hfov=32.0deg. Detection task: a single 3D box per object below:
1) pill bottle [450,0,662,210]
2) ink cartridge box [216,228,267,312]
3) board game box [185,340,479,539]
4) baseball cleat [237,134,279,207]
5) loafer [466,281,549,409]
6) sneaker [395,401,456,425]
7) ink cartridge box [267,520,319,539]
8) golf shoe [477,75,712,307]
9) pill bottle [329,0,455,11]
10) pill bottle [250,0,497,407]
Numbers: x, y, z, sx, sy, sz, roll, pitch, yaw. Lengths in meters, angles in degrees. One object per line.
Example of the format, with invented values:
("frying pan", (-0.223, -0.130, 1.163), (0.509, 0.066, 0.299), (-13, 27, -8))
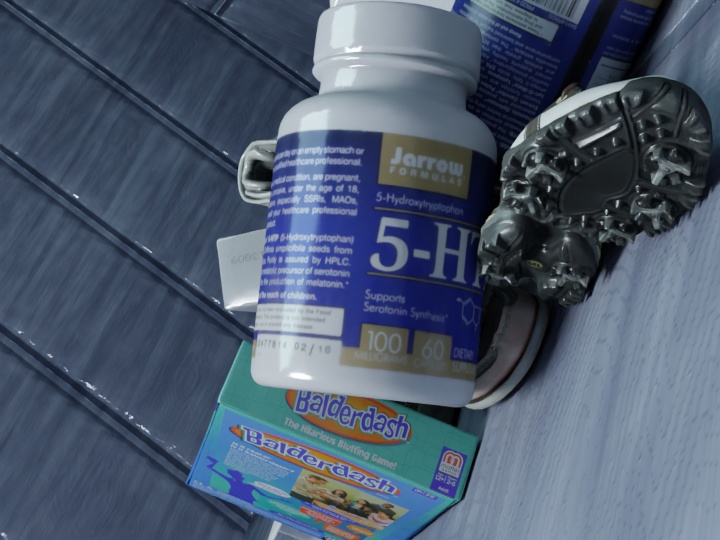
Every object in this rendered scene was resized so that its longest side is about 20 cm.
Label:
("pill bottle", (0.094, -0.110, 0.751), (0.112, 0.111, 0.201), (-77, 10, -71))
("ink cartridge box", (0.000, 0.000, 0.854), (0.200, 0.109, 0.051), (11, -111, -65))
("board game box", (-0.027, 0.124, 0.806), (0.200, 0.152, 0.045), (121, 172, -64))
("baseball cleat", (-0.029, -0.063, 0.859), (0.200, 0.106, 0.070), (107, 167, -80))
("loafer", (0.053, 0.040, 0.757), (0.200, 0.063, 0.072), (151, 144, -79))
("sneaker", (0.017, 0.057, 0.906), (0.200, 0.114, 0.076), (-69, 5, -56))
("ink cartridge box", (-0.020, 0.167, 1.122), (0.200, 0.066, 0.116), (-72, 6, -59))
("golf shoe", (0.103, -0.056, 0.565), (0.200, 0.077, 0.095), (125, 167, -71))
("pill bottle", (0.039, -0.195, 0.877), (0.200, 0.114, 0.115), (-71, 4, -63))
("pill bottle", (0.011, -0.033, 0.668), (0.120, 0.119, 0.201), (140, 136, -83))
